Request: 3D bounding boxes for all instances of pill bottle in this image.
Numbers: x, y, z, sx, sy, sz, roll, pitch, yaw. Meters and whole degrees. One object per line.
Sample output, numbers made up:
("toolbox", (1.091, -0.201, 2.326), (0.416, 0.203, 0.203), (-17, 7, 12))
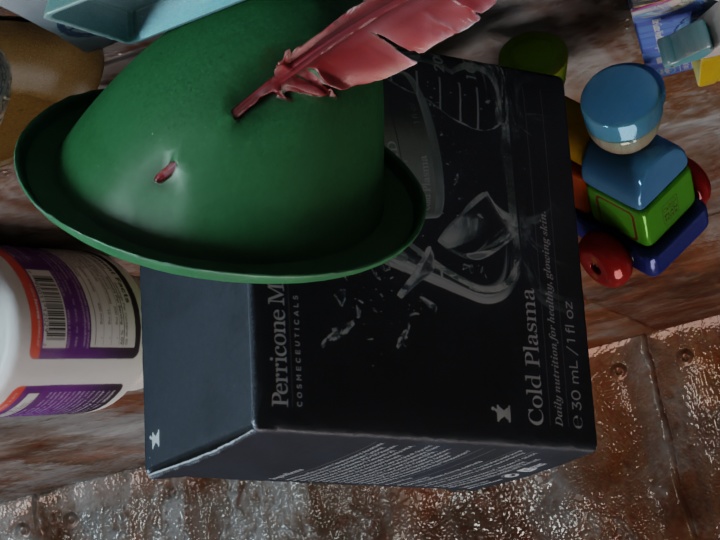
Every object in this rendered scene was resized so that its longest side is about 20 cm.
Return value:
("pill bottle", (-0.211, 0.041, 1.287), (0.111, 0.112, 0.200), (-18, 169, 26))

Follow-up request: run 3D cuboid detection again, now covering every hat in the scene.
("hat", (-0.031, -0.109, 0.770), (0.198, 0.166, 0.177), (1, 122, -18))

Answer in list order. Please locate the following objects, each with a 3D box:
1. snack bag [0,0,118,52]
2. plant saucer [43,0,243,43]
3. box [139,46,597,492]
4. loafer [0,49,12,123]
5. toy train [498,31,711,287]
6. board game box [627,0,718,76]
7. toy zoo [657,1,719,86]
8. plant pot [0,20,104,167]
("snack bag", (-0.067, -0.135, 0.727), (0.187, 0.022, 0.200), (-17, 171, 15))
("plant saucer", (-0.020, -0.129, 0.716), (0.199, 0.019, 0.070), (-19, 170, 21))
("box", (0.000, 0.000, 0.963), (0.195, 0.202, 0.124), (5, 162, -30))
("loafer", (-0.222, -0.073, 0.740), (0.199, 0.072, 0.063), (-4, 160, -32))
("toy train", (0.098, -0.086, 1.073), (0.085, 0.199, 0.116), (-42, 141, -20))
("board game box", (0.227, -0.157, 0.943), (0.197, 0.044, 0.200), (-16, 171, 10))
("toy zoo", (0.238, -0.128, 0.925), (0.198, 0.021, 0.131), (-13, 172, -4))
("plant pot", (-0.214, -0.068, 0.898), (0.198, 0.028, 0.200), (-13, 170, -2))
